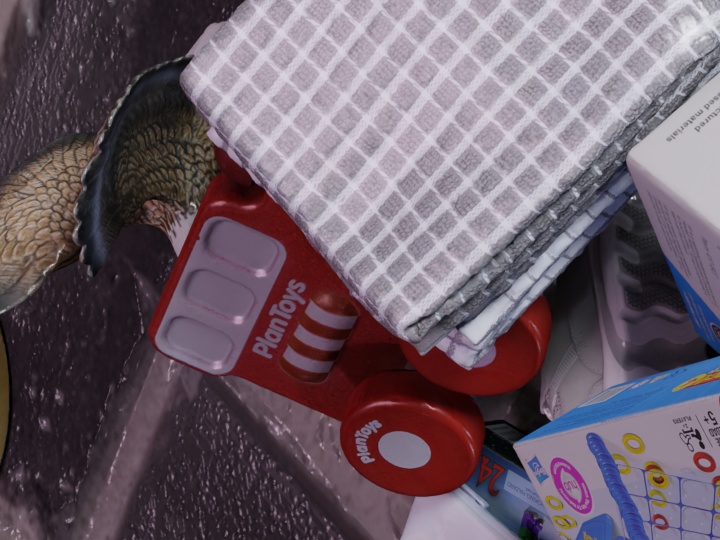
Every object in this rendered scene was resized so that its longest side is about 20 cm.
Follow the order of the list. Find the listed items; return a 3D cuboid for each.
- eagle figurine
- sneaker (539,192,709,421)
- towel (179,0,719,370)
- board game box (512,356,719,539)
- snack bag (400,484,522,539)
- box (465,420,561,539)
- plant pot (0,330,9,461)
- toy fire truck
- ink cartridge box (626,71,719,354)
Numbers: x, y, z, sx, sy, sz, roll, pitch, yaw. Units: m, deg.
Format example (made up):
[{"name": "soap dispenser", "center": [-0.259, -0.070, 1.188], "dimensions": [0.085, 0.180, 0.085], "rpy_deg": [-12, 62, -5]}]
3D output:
[{"name": "eagle figurine", "center": [-0.115, -0.045, 1.140], "dimensions": [0.151, 0.200, 0.152], "rpy_deg": [34, 117, 41]}, {"name": "sneaker", "center": [0.119, 0.067, 0.980], "dimensions": [0.082, 0.075, 0.200], "rpy_deg": [-41, 37, 56]}, {"name": "towel", "center": [0.039, -0.082, 0.877], "dimensions": [0.166, 0.086, 0.200], "rpy_deg": [46, 103, 14]}, {"name": "board game box", "center": [0.163, 0.128, 0.809], "dimensions": [0.196, 0.056, 0.200], "rpy_deg": [63, 156, 0]}, {"name": "snack bag", "center": [0.052, 0.217, 1.007], "dimensions": [0.189, 0.021, 0.200], "rpy_deg": [38, 113, 43]}, {"name": "box", "center": [0.107, 0.173, 1.023], "dimensions": [0.200, 0.038, 0.137], "rpy_deg": [28, 113, 43]}, {"name": "plant pot", "center": [-0.346, 0.079, 1.441], "dimensions": [0.200, 0.142, 0.200], "rpy_deg": [3, 95, 48]}, {"name": "toy fire truck", "center": [0.000, 0.000, 1.002], "dimensions": [0.200, 0.168, 0.112], "rpy_deg": [117, 173, -46]}, {"name": "ink cartridge box", "center": [0.208, 0.023, 0.830], "dimensions": [0.084, 0.146, 0.200], "rpy_deg": [-41, 55, -7]}]
